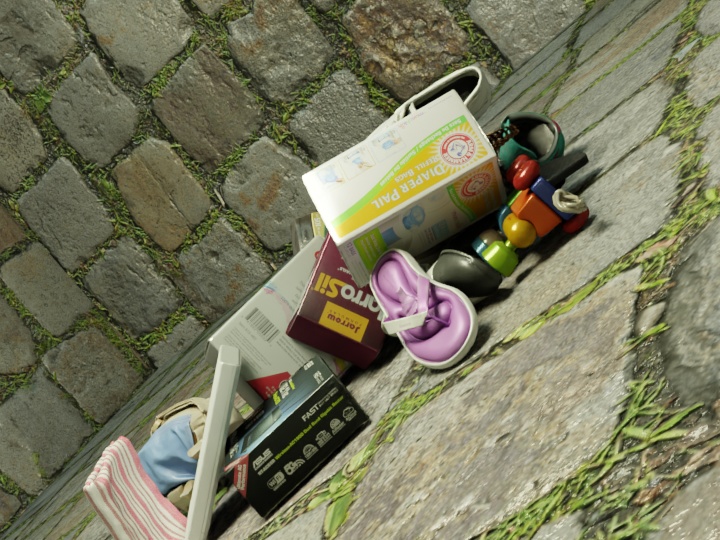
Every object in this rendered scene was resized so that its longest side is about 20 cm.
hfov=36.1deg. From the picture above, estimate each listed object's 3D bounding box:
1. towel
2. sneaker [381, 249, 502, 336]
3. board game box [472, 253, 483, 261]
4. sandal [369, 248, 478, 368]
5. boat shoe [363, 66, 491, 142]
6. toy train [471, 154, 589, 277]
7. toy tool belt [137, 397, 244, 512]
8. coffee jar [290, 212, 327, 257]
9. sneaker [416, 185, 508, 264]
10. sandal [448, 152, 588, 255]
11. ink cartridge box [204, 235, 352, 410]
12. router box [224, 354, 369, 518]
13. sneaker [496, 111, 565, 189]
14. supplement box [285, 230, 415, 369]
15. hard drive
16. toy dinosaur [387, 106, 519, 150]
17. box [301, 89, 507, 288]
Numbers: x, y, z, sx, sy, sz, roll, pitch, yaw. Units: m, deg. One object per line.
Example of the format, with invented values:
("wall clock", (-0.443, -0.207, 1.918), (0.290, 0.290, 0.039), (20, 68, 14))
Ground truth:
("towel", (-0.237, 0.263, 1.206), (0.030, 0.147, 0.200), (-34, 7, 0))
("sneaker", (0.083, 0.036, 1.191), (0.090, 0.073, 0.200), (-63, 15, -20))
("board game box", (0.145, -0.027, 1.355), (0.095, 0.030, 0.200), (-38, 10, 24))
("sandal", (0.049, 0.036, 1.116), (0.083, 0.049, 0.202), (-62, 31, 8))
("boat shoe", (0.064, -0.171, 1.292), (0.199, 0.074, 0.065), (-41, -19, 1))
("toy train", (0.168, -0.042, 1.127), (0.116, 0.084, 0.200), (-51, 6, 9))
("toy tool belt", (-0.236, 0.246, 1.408), (0.199, 0.126, 0.123), (-39, -1, 27))
("coffee jar", (0.003, -0.044, 1.520), (0.196, 0.086, 0.106), (-16, 54, 3))
("sneaker", (0.114, -0.072, 1.388), (0.071, 0.076, 0.199), (-47, 8, -38))
("sandal", (0.186, -0.067, 1.274), (0.199, 0.045, 0.075), (-39, 14, -13))
("ink cartridge box", (-0.074, 0.081, 1.378), (0.200, 0.146, 0.083), (-44, -5, -22))
("router box", (-0.074, 0.172, 1.197), (0.149, 0.062, 0.200), (-42, 6, -5))
("sneaker", (0.186, -0.134, 1.432), (0.199, 0.084, 0.121), (-38, -19, -7))
("supplement box", (0.000, 0.000, 1.331), (0.086, 0.109, 0.203), (124, 169, -68))
("hard drive", (-0.166, 0.194, 1.245), (0.132, 0.026, 0.204), (-147, 68, -82))
("toy dinosaur", (0.100, -0.147, 1.394), (0.199, 0.103, 0.135), (-40, -32, 19))
("box", (0.052, -0.090, 1.228), (0.198, 0.102, 0.113), (-29, -29, 0))
